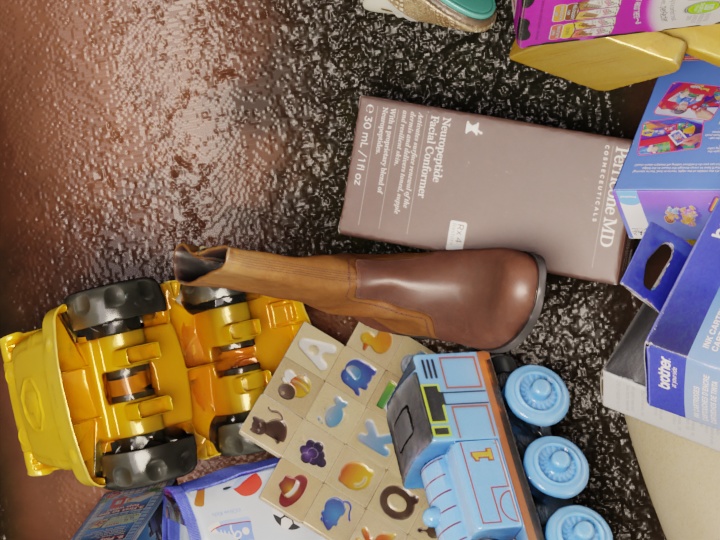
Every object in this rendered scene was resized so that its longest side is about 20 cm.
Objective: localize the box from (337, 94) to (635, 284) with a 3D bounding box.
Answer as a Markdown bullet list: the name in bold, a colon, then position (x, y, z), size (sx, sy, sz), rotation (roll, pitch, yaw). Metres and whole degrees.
- **box**: position (0.092, -0.056, 1.376), size (0.199, 0.075, 0.101), rotation (10, 95, 12)

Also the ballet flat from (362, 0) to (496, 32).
- **ballet flat**: position (0.010, -0.223, 1.401), size (0.200, 0.070, 0.065), rotation (46, 129, 11)

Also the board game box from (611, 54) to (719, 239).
- **board game box**: position (0.275, -0.082, 1.266), size (0.199, 0.135, 0.045), rotation (2, 138, 30)

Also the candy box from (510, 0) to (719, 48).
- **candy box**: position (0.188, -0.188, 1.159), size (0.199, 0.136, 0.061), rotation (-6, 79, 0)

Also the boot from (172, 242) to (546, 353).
- **boot**: position (0.000, 0.000, 1.297), size (0.199, 0.188, 0.069), rotation (13, 87, -29)

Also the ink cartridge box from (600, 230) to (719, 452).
- **ink cartridge box**: position (0.280, 0.037, 1.242), size (0.199, 0.047, 0.198), rotation (20, 56, 25)

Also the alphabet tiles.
- **alphabet tiles**: position (0.024, 0.124, 1.365), size (0.200, 0.006, 0.167), rotation (32, 58, -3)

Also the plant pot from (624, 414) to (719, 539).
- **plant pot**: position (0.259, 0.118, 1.304), size (0.187, 0.187, 0.200), rotation (-38, 68, 13)

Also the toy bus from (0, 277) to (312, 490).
- **toy bus**: position (-0.155, 0.078, 1.412), size (0.192, 0.199, 0.136), rotation (-16, 87, 56)

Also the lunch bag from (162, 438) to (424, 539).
- **lunch bag**: position (-0.041, 0.224, 1.370), size (0.169, 0.124, 0.201), rotation (-12, 96, -21)

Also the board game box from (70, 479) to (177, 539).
- **board game box**: position (-0.163, 0.261, 1.389), size (0.061, 0.200, 0.201), rotation (-13, 89, 13)

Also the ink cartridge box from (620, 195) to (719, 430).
- **ink cartridge box**: position (0.254, 0.032, 1.173), size (0.199, 0.076, 0.137), rotation (19, 60, 21)

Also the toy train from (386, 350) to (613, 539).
- **toy train**: position (0.089, 0.145, 1.321), size (0.114, 0.087, 0.201), rotation (-3, 58, -19)

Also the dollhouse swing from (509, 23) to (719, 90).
- **dollhouse swing**: position (0.234, -0.205, 1.307), size (0.175, 0.182, 0.201), rotation (23, 81, -15)
